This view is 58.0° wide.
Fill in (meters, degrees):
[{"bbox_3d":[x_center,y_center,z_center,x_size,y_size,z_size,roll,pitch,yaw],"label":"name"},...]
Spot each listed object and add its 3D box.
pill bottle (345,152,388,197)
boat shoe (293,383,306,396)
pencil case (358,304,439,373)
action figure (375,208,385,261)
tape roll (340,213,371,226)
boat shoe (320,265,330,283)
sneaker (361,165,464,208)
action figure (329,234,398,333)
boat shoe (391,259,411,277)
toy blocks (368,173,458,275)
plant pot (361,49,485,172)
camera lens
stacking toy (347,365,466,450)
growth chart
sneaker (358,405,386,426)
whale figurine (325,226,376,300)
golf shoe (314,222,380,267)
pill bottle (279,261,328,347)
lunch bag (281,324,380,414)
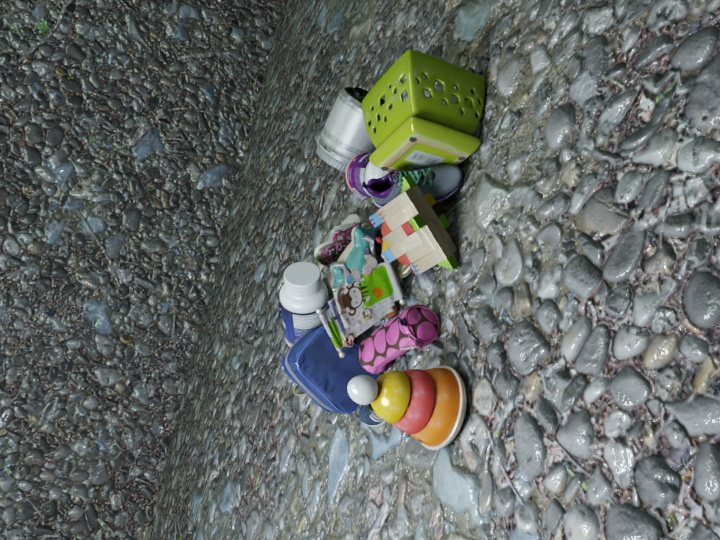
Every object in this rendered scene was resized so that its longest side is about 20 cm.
[{"bbox_3d":[0.046,-0.231,1.579,0.200,0.112,0.113,23,94,66],"label":"pill bottle"},{"bbox_3d":[-0.109,0.268,1.593,0.073,0.063,0.201,58,149,1],"label":"boat shoe"},{"bbox_3d":[0.070,0.144,1.293,0.200,0.090,0.094,-45,35,51],"label":"pencil case"},{"bbox_3d":[0.066,-0.058,1.473,0.052,0.065,0.201,-26,41,17],"label":"action figure"},{"bbox_3d":[-0.031,-0.050,1.719,0.203,0.037,0.204,-48,33,46],"label":"tape roll"},{"bbox_3d":[-0.070,0.010,1.634,0.074,0.065,0.201,28,101,66],"label":"boat shoe"},{"bbox_3d":[0.105,-0.173,1.306,0.199,0.087,0.075,-14,70,22],"label":"sneaker"},{"bbox_3d":[0.014,0.050,1.376,0.104,0.194,0.200,-14,24,41],"label":"action figure"},{"bbox_3d":[0.112,-0.081,1.382,0.073,0.063,0.202,10,87,27],"label":"boat shoe"},{"bbox_3d":[0.093,-0.067,1.286,0.137,0.200,0.100,-32,0,40],"label":"toy blocks"},{"bbox_3d":[0.130,-0.302,1.347,0.199,0.199,0.182,-34,49,54],"label":"plant pot"},{"bbox_3d":[-0.015,-0.381,1.760,0.200,0.159,0.160,-61,25,24],"label":"camera lens"},{"bbox_3d":[0.065,0.215,1.104,0.146,0.199,0.147,-47,33,45],"label":"stacking toy"},{"bbox_3d":[0.002,0.065,1.328,0.200,0.145,0.018,-38,27,-13],"label":"growth chart"},{"bbox_3d":[0.032,0.261,1.294,0.200,0.084,0.075,-38,41,53],"label":"sneaker"},{"bbox_3d":[0.000,0.000,1.497,0.104,0.159,0.201,27,107,36],"label":"whale figurine"},{"bbox_3d":[-0.047,-0.065,1.560,0.092,0.200,0.073,32,125,30],"label":"golf shoe"},{"bbox_3d":[-0.127,0.081,1.485,0.111,0.110,0.201,-101,8,-49],"label":"pill bottle"},{"bbox_3d":[-0.062,0.218,1.409,0.136,0.200,0.132,-47,11,-22],"label":"lunch bag"}]
